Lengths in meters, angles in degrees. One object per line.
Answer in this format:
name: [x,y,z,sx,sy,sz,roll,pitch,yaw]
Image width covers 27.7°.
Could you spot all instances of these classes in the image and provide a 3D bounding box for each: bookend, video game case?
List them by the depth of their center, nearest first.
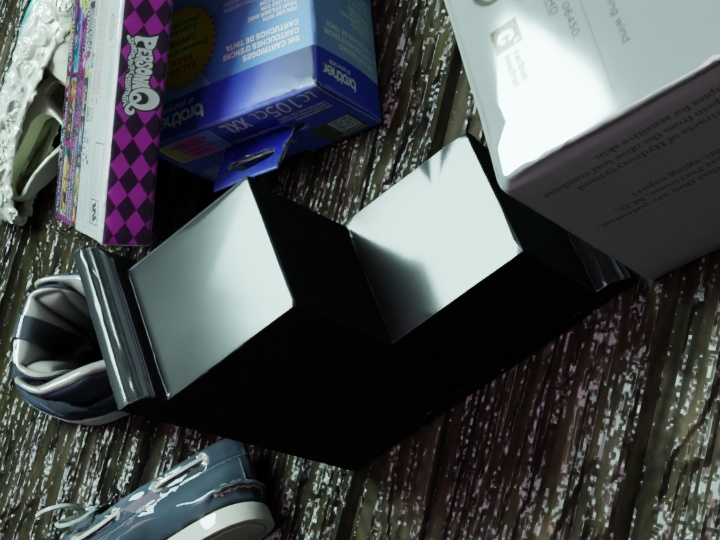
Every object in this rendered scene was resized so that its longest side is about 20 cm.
bookend: [0.000,0.000,0.734,0.198,0.199,0.093,-36,58,22]
video game case: [-0.154,-0.123,0.904,0.181,0.035,0.203,-163,78,-69]

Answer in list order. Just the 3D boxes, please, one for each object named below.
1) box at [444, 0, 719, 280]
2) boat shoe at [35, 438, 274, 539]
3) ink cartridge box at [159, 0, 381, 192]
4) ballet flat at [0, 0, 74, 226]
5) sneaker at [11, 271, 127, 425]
box: [0.156,-0.139,0.683,0.199,0.171,0.201,-29,61,26]
boat shoe: [-0.142,0.162,0.864,0.199,0.075,0.062,-31,61,23]
ink cartridge box: [-0.063,-0.143,0.904,0.135,0.076,0.203,-17,68,31]
ballet flat: [-0.214,-0.120,1.017,0.072,0.071,0.202,37,104,37]
sneaker: [-0.175,0.049,0.880,0.200,0.146,0.078,-3,75,36]
